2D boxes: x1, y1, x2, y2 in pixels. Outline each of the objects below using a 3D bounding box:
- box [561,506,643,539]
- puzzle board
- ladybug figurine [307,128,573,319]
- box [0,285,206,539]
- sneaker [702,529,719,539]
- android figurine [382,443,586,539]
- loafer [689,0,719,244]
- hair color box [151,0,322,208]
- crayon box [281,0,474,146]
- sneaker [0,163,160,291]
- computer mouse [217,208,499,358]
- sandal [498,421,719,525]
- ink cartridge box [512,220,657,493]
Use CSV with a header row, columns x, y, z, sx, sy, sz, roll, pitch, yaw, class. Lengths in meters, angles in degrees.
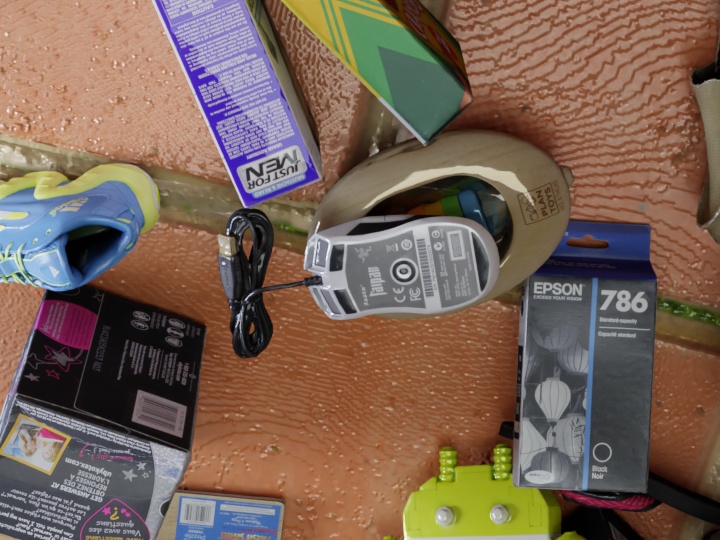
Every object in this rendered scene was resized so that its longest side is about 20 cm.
x,y,z,sx,sy,sz,roll,pitch,yaw,class
0.205,0.299,1.628,0.141,0.079,0.200,-42,109,13,box
-0.165,0.239,1.628,0.199,0.017,0.151,5,112,-4,puzzle board
0.059,-0.040,1.482,0.199,0.072,0.136,-16,112,6,ladybug figurine
-0.191,0.110,1.471,0.132,0.200,0.115,19,113,-9,box
0.285,0.236,1.574,0.199,0.115,0.075,12,101,-36,sneaker
0.093,0.234,1.567,0.181,0.041,0.201,-3,84,25,android figurine
0.267,-0.118,1.456,0.067,0.076,0.201,10,103,-5,loafer
-0.091,-0.157,1.408,0.065,0.109,0.201,-19,113,5,hair color box
-0.009,-0.187,1.387,0.051,0.127,0.200,-42,109,15,crayon box
-0.243,-0.023,1.464,0.199,0.105,0.076,-18,112,6,sneaker
0.000,0.000,1.438,0.199,0.044,0.110,-6,109,8,computer mouse
0.194,0.167,1.571,0.199,0.075,0.045,24,94,-14,sandal
0.166,0.062,1.504,0.099,0.039,0.201,2,88,-2,ink cartridge box
